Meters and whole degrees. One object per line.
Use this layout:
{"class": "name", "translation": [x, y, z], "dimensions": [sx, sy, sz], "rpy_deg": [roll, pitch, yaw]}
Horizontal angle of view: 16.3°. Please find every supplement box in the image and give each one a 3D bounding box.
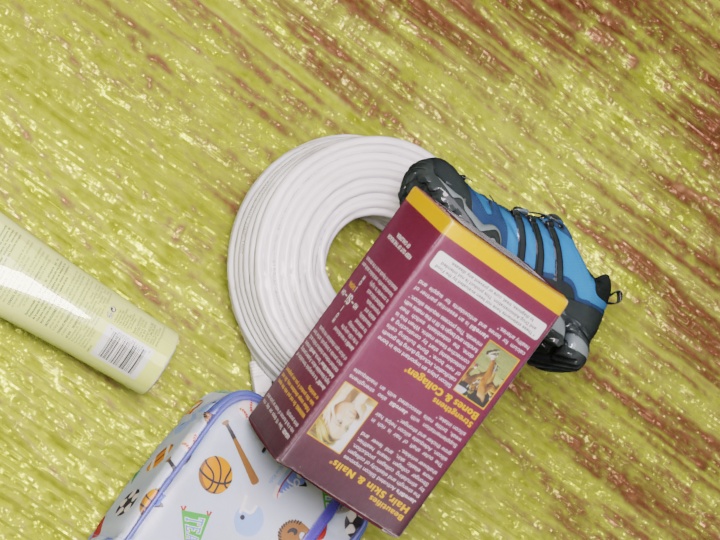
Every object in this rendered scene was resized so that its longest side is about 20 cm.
{"class": "supplement box", "translation": [0.031, 0.061, 1.693], "dimensions": [0.110, 0.086, 0.200], "rpy_deg": [34, 95, -24]}

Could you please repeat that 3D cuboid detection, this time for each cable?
{"class": "cable", "translation": [0.000, 0.000, 1.810], "dimensions": [0.199, 0.069, 0.201], "rpy_deg": [-19, 93, -24]}

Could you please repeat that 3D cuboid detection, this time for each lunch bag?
{"class": "lunch bag", "translation": [-0.090, 0.189, 1.752], "dimensions": [0.160, 0.076, 0.200], "rpy_deg": [44, 71, -16]}

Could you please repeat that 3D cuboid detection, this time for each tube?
{"class": "tube", "translation": [-0.220, 0.013, 1.730], "dimensions": [0.200, 0.052, 0.058], "rpy_deg": [32, 32, -14]}

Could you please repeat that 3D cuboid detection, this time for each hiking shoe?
{"class": "hiking shoe", "translation": [0.103, -0.017, 1.791], "dimensions": [0.200, 0.074, 0.087], "rpy_deg": [49, 57, -26]}
